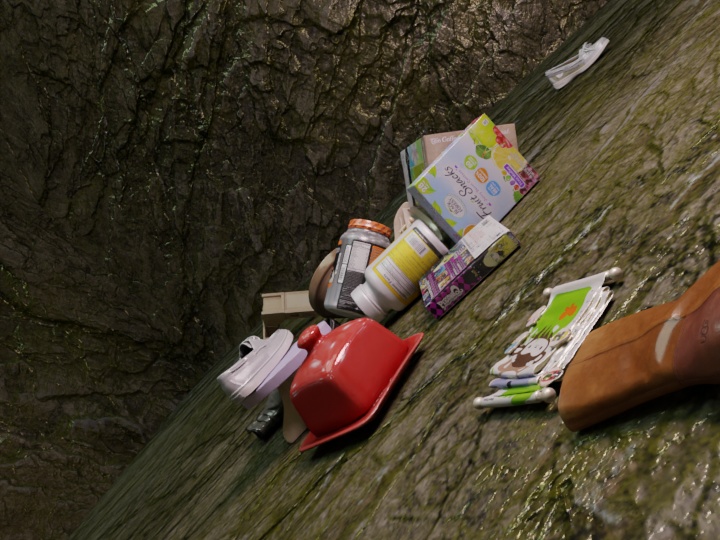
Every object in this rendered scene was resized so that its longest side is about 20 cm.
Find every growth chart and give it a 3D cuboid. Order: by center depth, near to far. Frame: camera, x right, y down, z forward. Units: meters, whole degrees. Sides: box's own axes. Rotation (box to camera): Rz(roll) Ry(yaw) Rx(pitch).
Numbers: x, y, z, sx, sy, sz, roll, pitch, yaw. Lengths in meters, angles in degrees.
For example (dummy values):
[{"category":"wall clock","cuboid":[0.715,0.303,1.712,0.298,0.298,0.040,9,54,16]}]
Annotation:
[{"category":"growth chart","cuboid":[0.191,0.071,0.686,0.200,0.018,0.144,-48,7,-31]}]

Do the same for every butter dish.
[{"category":"butter dish","cuboid":[-0.035,0.145,1.000,0.200,0.148,0.200,-37,9,48]}]

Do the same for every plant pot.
[{"category":"plant pot","cuboid":[-0.017,0.041,1.559,0.200,0.092,0.203,-31,-39,-29]}]

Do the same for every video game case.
[{"category":"video game case","cuboid":[0.179,-0.012,1.141,0.181,0.036,0.200,-43,7,8]}]

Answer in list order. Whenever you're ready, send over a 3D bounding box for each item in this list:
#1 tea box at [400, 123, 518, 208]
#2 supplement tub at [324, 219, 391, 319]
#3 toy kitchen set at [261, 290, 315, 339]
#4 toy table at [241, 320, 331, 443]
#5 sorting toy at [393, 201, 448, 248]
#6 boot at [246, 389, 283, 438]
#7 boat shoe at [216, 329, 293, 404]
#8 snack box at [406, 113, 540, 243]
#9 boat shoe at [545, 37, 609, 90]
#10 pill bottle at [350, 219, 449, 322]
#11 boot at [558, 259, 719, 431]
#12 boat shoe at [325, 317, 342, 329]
[{"category":"tea box","cuboid":[0.209,-0.217,1.415,0.197,0.136,0.197,-9,1,-10]},{"category":"supplement tub","cuboid":[0.000,0.000,1.434,0.122,0.121,0.203,160,125,-73]},{"category":"toy kitchen set","cuboid":[-0.235,0.195,2.225,0.201,0.178,0.165,89,176,-55]},{"category":"toy table","cuboid":[-0.099,0.199,1.173,0.200,0.117,0.184,-42,7,8]},{"category":"sorting toy","cuboid":[0.099,-0.029,1.488,0.181,0.106,0.200,-54,13,19]},{"category":"boot","cuboid":[-0.166,0.282,1.339,0.131,0.067,0.200,-53,3,-25]},{"category":"boat shoe","cuboid":[-0.187,0.153,1.182,0.072,0.069,0.200,-37,9,39]},{"category":"snack box","cuboid":[0.217,-0.167,1.282,0.200,0.169,0.068,-46,7,-6]},{"category":"boat shoe","cuboid":[0.620,-0.600,1.909,0.075,0.065,0.202,-50,9,-38]},{"category":"pill bottle","cuboid":[0.078,0.007,1.299,0.200,0.111,0.111,-43,7,6]},{"category":"boot","cuboid":[0.251,0.029,0.505,0.189,0.068,0.200,-58,7,-34]},{"category":"boat shoe","cuboid":[-0.087,0.174,1.487,0.067,0.057,0.200,-39,9,31]}]
